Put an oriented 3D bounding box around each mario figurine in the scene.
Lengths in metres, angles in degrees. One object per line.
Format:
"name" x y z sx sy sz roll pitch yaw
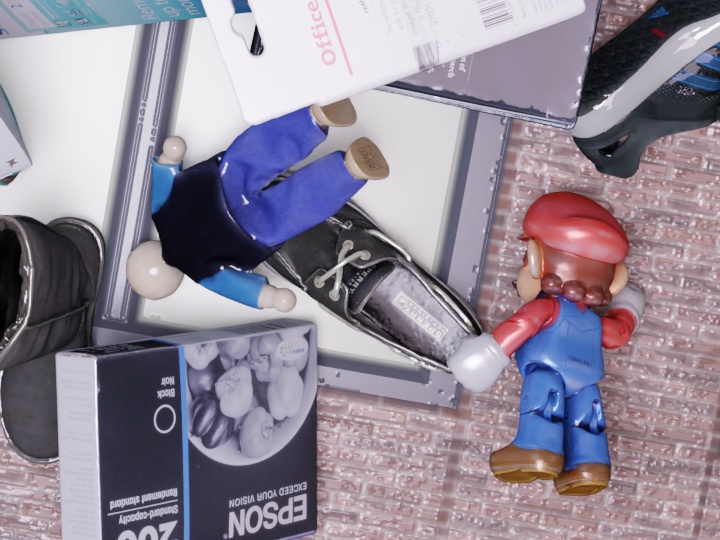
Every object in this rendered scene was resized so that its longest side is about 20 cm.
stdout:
"mario figurine" 0.125 0.046 1.443 0.106 0.123 0.201 -1 71 22

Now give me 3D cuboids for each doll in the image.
"doll" -0.076 -0.035 1.415 0.200 0.048 0.137 -31 91 28

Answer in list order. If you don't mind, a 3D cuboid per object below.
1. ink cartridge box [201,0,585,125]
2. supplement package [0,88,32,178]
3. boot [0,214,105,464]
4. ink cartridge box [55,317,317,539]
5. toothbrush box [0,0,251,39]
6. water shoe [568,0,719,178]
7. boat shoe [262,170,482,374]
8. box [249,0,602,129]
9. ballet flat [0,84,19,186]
"ink cartridge box" 0.011 -0.165 1.228 0.199 0.068 0.116 -19 95 -2
"supplement package" -0.321 -0.094 1.295 0.200 0.156 0.111 -26 66 -2
"boot" -0.210 0.048 1.378 0.072 0.200 0.183 4 97 0
"ink cartridge box" -0.107 0.140 1.417 0.198 0.043 0.201 -8 101 -47
"toothbrush box" -0.178 -0.216 1.339 0.199 0.146 0.086 -3 69 16
"water shoe" 0.223 -0.141 1.456 0.200 0.072 0.079 -34 125 0
"boat shoe" 0.000 0.000 1.452 0.200 0.064 0.071 33 95 -6
"box" 0.038 -0.167 1.364 0.196 0.200 0.124 13 95 -5
"ballet flat" -0.285 -0.141 1.427 0.070 0.067 0.201 -20 98 24
